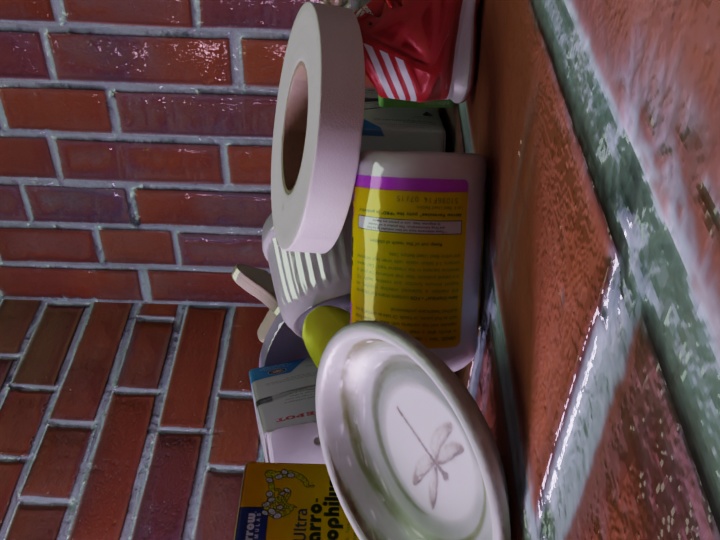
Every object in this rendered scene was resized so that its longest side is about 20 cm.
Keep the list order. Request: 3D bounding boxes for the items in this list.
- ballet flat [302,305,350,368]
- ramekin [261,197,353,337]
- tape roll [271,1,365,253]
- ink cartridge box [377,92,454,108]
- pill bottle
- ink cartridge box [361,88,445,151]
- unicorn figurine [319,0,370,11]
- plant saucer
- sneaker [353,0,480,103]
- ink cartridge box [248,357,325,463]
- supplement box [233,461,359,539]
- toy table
[{"bbox_3d":[0.023,0.112,0.758,0.201,0.067,0.067,53,160,-20],"label":"ballet flat"},{"bbox_3d":[0.000,0.000,0.825,0.201,0.196,0.107,93,170,-67],"label":"ramekin"},{"bbox_3d":[-0.040,-0.115,0.670,0.202,0.036,0.208,-177,90,-74],"label":"tape roll"},{"bbox_3d":[0.059,-0.289,0.826,0.146,0.082,0.203,-90,1,-58],"label":"ink cartridge box"},{"bbox_3d":[0.043,0.011,0.623,0.104,0.102,0.205,-92,4,-82],"label":"pill bottle"},{"bbox_3d":[0.017,-0.148,0.921,0.201,0.142,0.085,-90,1,-66],"label":"ink cartridge box"},{"bbox_3d":[0.008,-0.312,0.941,0.073,0.198,0.140,33,132,35],"label":"unicorn figurine"},{"bbox_3d":[0.041,0.127,0.547,0.199,0.050,0.204,29,127,47],"label":"plant saucer"},{"bbox_3d":[0.039,-0.238,0.664,0.078,0.113,0.204,-121,28,-69],"label":"sneaker"},{"bbox_3d":[-0.046,0.170,0.924,0.200,0.142,0.086,-136,38,-73],"label":"ink cartridge box"},{"bbox_3d":[-0.012,0.254,0.731,0.111,0.195,0.110,-90,2,-52],"label":"supplement box"},{"bbox_3d":[-0.076,0.054,1.052,0.201,0.183,0.118,-48,43,15],"label":"toy table"}]
